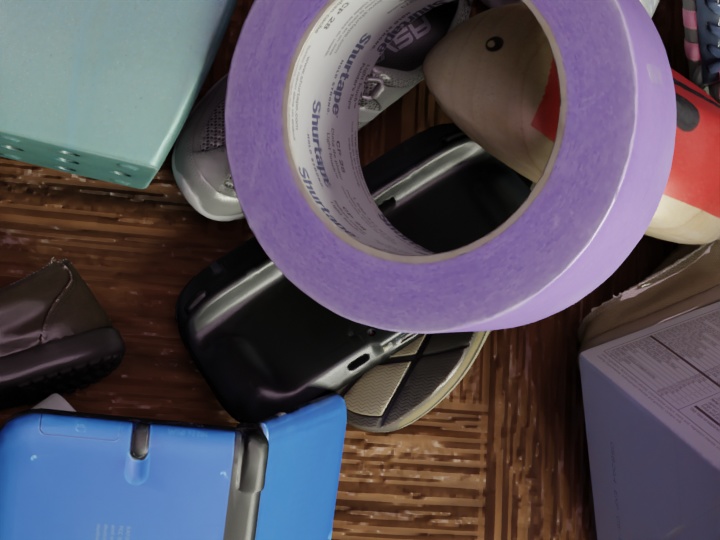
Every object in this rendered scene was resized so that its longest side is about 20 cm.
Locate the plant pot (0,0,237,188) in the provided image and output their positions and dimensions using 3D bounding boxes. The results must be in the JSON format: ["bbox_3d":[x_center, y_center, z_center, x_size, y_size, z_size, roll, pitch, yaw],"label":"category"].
[{"bbox_3d":[-0.130,-0.153,0.770,0.140,0.141,0.202,13,83,-12],"label":"plant pot"}]

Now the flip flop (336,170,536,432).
[{"bbox_3d":[0.052,0.008,0.827,0.081,0.058,0.201,12,57,29],"label":"flip flop"}]

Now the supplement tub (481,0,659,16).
[{"bbox_3d":[0.142,-0.240,0.860,0.122,0.122,0.201,27,76,-8],"label":"supplement tub"}]

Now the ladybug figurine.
[{"bbox_3d":[0.129,-0.082,0.802,0.199,0.136,0.072,23,115,-22],"label":"ladybug figurine"}]

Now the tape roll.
[{"bbox_3d":[0.042,-0.071,0.706,0.198,0.085,0.202,0,89,24],"label":"tape roll"}]

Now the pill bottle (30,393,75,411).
[{"bbox_3d":[-0.201,0.150,0.710,0.199,0.111,0.111,-37,91,-17],"label":"pill bottle"}]

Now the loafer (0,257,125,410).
[{"bbox_3d":[-0.221,0.043,0.752,0.198,0.073,0.072,-14,74,-21],"label":"loafer"}]

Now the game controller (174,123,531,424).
[{"bbox_3d":[0.000,0.000,0.795,0.199,0.042,0.105,-33,63,-6],"label":"game controller"}]

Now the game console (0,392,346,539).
[{"bbox_3d":[-0.092,0.158,0.713,0.169,0.118,0.202,6,97,-10],"label":"game console"}]

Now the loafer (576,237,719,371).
[{"bbox_3d":[0.206,0.005,0.864,0.199,0.076,0.068,-24,52,-10],"label":"loafer"}]

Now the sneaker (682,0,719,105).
[{"bbox_3d":[0.210,-0.135,0.819,0.069,0.200,0.083,-4,58,16],"label":"sneaker"}]

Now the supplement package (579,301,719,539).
[{"bbox_3d":[0.241,0.106,0.784,0.198,0.151,0.153,-18,118,-16],"label":"supplement package"}]

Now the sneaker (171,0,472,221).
[{"bbox_3d":[-0.021,-0.106,0.816,0.200,0.082,0.075,-41,92,-17],"label":"sneaker"}]
